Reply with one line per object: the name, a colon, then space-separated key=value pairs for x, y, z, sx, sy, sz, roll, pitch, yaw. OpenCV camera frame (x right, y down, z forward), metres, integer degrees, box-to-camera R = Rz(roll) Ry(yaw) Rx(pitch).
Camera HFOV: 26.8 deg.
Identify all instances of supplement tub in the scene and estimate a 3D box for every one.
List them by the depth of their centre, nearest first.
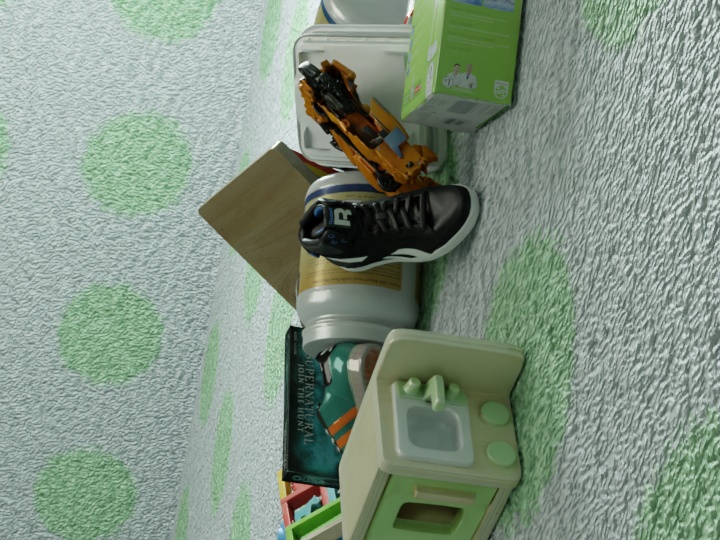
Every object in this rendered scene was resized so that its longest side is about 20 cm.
supplement tub: x=0.000 y=0.000 z=1.755 sx=0.144 sy=0.144 sz=0.200 roll=129 pitch=148 yaw=-68
supplement tub: x=0.004 y=-0.277 z=1.920 sx=0.200 sy=0.144 sz=0.145 roll=112 pitch=162 yaw=-47

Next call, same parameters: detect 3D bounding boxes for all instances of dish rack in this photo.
dish rack: x=0.002 y=-0.197 z=1.747 sx=0.044 sy=0.200 sz=0.172 roll=-25 pitch=-64 yaw=-53

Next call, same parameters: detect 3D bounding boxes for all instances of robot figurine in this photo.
robot figurine: x=0.005 y=-0.154 z=1.669 sx=0.200 sy=0.058 sz=0.145 roll=47 pitch=168 yaw=22

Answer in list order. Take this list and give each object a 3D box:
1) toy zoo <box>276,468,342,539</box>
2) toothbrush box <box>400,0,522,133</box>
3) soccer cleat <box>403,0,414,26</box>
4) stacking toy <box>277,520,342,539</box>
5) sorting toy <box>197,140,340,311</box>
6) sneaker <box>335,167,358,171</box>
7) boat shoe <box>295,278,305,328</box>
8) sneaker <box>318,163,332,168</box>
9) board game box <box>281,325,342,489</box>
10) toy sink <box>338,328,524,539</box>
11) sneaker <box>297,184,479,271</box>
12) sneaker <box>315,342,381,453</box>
toy zoo: x=-0.038 y=0.261 z=1.849 sx=0.020 sy=0.131 sz=0.200 roll=56 pitch=-173 yaw=-26
toothbrush box: x=0.107 y=-0.257 z=1.562 sx=0.146 sy=0.086 sz=0.200 roll=150 pitch=126 yaw=-76
soccer cleat: x=0.088 y=-0.321 z=1.765 sx=0.085 sy=0.068 sz=0.200 roll=79 pitch=-162 yaw=-84
stacking toy: x=-0.053 y=0.398 z=1.898 sx=0.200 sy=0.110 sz=0.116 roll=95 pitch=173 yaw=-53
sorting toy: x=-0.077 y=-0.066 z=1.949 sx=0.200 sy=0.199 sz=0.070 roll=-33 pitch=16 yaw=48
sneaker: x=0.047 y=-0.139 z=1.866 sx=0.200 sy=0.088 sz=0.074 roll=1 pitch=55 yaw=58
boat shoe: x=-0.032 y=0.093 z=1.906 sx=0.200 sy=0.072 sz=0.060 roll=57 pitch=147 yaw=29
sneaker: x=0.009 y=-0.212 z=1.829 sx=0.200 sy=0.075 sz=0.079 roll=-37 pitch=34 yaw=24
board game box: x=-0.024 y=0.164 z=1.783 sx=0.028 sy=0.135 sz=0.200 roll=118 pitch=156 yaw=-51
toy sink: x=0.067 y=0.166 z=1.368 sx=0.112 sy=0.130 sz=0.200 roll=-95 pitch=18 yaw=-46
sneaker: x=0.018 y=-0.048 z=1.587 sx=0.200 sy=0.112 sz=0.073 roll=-20 pitch=66 yaw=37
sneaker: x=-0.003 y=0.176 z=1.699 sx=0.080 sy=0.071 sz=0.200 roll=0 pitch=103 yaw=36
